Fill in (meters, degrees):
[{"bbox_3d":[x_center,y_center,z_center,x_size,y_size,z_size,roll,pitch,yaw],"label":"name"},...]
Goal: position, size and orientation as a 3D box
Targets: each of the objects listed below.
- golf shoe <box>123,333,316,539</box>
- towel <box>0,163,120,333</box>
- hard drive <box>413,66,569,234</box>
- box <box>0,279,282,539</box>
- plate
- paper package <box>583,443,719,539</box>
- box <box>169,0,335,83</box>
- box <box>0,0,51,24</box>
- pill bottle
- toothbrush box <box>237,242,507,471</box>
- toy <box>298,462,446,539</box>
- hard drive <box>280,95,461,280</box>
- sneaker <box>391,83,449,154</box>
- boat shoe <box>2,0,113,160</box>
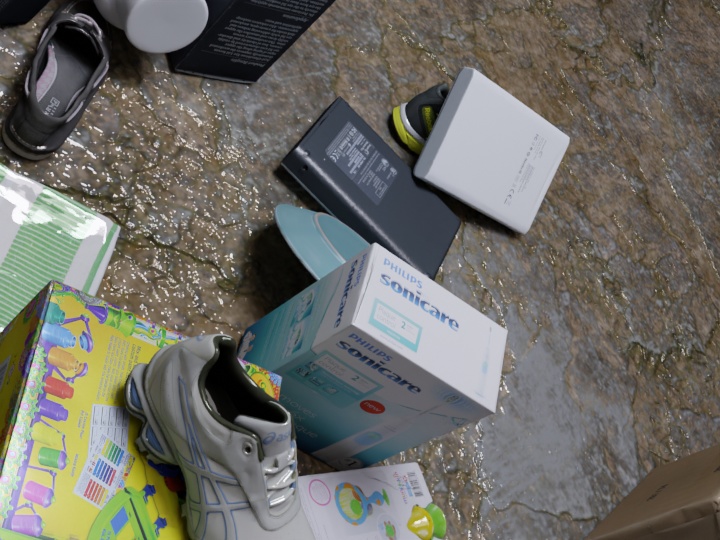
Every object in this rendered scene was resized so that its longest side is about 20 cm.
[{"bbox_3d":[-0.071,0.132,0.654,0.200,0.097,0.078,56,39,-1],"label":"golf shoe"},{"bbox_3d":[-0.294,-0.026,0.788,0.200,0.023,0.153,31,48,-24],"label":"towel"},{"bbox_3d":[0.157,-0.134,1.184,0.200,0.026,0.132,23,92,-43],"label":"hard drive"},{"bbox_3d":[-0.174,0.148,0.710,0.192,0.122,0.200,27,48,-28],"label":"box"},{"bbox_3d":[0.000,0.000,0.966,0.200,0.026,0.200,40,13,-11],"label":"plate"},{"bbox_3d":[0.363,0.266,1.071,0.200,0.191,0.104,-22,80,-49],"label":"paper package"},{"bbox_3d":[-0.110,-0.304,1.004,0.104,0.200,0.148,1,65,-42],"label":"box"},{"bbox_3d":[-0.334,-0.286,0.816,0.149,0.107,0.200,54,23,-2],"label":"box"},{"bbox_3d":[-0.211,-0.302,0.957,0.109,0.109,0.200,1,53,-42],"label":"pill bottle"},{"bbox_3d":[0.001,0.081,0.852,0.146,0.200,0.085,34,48,-23],"label":"toothbrush box"},{"bbox_3d":[-0.005,0.231,0.866,0.200,0.047,0.115,2,59,-45],"label":"toy"},{"bbox_3d":[0.018,-0.082,1.093,0.200,0.033,0.140,45,37,-10],"label":"hard drive"},{"bbox_3d":[0.134,-0.154,1.216,0.200,0.085,0.075,21,52,-31],"label":"sneaker"},{"bbox_3d":[-0.254,-0.181,0.899,0.067,0.057,0.200,31,47,-24],"label":"boat shoe"}]
